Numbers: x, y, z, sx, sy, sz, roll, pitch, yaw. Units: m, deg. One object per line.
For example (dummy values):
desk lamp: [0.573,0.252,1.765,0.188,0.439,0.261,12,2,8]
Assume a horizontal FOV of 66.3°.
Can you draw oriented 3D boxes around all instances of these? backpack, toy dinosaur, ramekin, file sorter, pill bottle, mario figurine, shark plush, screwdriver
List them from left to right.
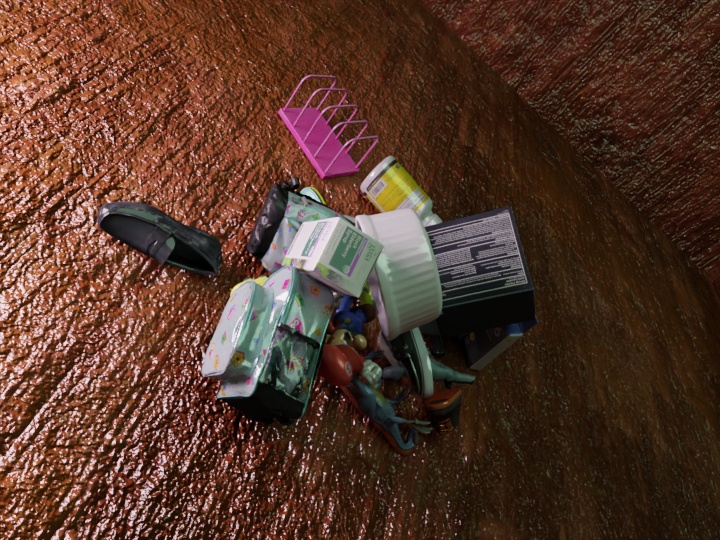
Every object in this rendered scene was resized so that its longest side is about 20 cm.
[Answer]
backpack: [-0.126,0.094,0.786,0.152,0.175,0.204,35,62,-18]
backpack: [-0.093,-0.047,0.981,0.195,0.167,0.130,24,52,-15]
file sorter: [-0.069,-0.343,1.299,0.137,0.125,0.203,-21,72,-50]
mario figurine: [-0.009,0.098,0.873,0.120,0.108,0.202,19,33,-2]
toy dinosaur: [0.035,0.236,0.955,0.105,0.193,0.188,-46,127,-66]
ramekin: [0.061,0.000,0.888,0.095,0.202,0.205,-15,60,-4]
pill bottle: [0.101,-0.163,1.319,0.201,0.112,0.112,48,37,0]
shark plush: [0.117,0.176,1.025,0.196,0.085,0.091,31,40,9]
screwdriver: [0.156,0.096,1.211,0.028,0.028,0.205,-1,57,-9]

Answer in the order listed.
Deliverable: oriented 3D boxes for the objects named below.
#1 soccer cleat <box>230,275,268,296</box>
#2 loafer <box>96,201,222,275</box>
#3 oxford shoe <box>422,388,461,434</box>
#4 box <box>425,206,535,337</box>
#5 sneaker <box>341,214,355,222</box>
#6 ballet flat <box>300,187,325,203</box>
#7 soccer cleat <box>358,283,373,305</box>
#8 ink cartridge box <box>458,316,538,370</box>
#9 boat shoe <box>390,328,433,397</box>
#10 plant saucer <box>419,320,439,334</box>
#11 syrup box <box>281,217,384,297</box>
soccer cleat: [-0.122,0.069,0.920,0.196,0.065,0.086,20,41,-34]
loafer: [-0.304,-0.046,0.851,0.197,0.068,0.072,23,34,-35]
oxford shoe: [0.153,0.253,0.982,0.200,0.069,0.075,35,43,-72]
box: [0.234,0.006,1.114,0.124,0.193,0.203,63,19,-51]
sneaker: [0.042,-0.079,1.100,0.194,0.100,0.080,18,46,-18]
ballet flat: [-0.072,-0.072,1.120,0.067,0.066,0.205,19,45,-62]
soccer cleat: [0.000,0.000,1.133,0.081,0.066,0.205,5,53,-6]
ink cartridge box: [0.276,0.080,1.205,0.046,0.201,0.202,7,51,-26]
boat shoe: [0.077,0.127,0.966,0.055,0.069,0.205,-10,61,-9]
plant saucer: [0.146,0.041,1.205,0.194,0.036,0.205,13,52,-17]
syrup box: [-0.047,-0.021,0.809,0.080,0.199,0.081,30,83,-18]
